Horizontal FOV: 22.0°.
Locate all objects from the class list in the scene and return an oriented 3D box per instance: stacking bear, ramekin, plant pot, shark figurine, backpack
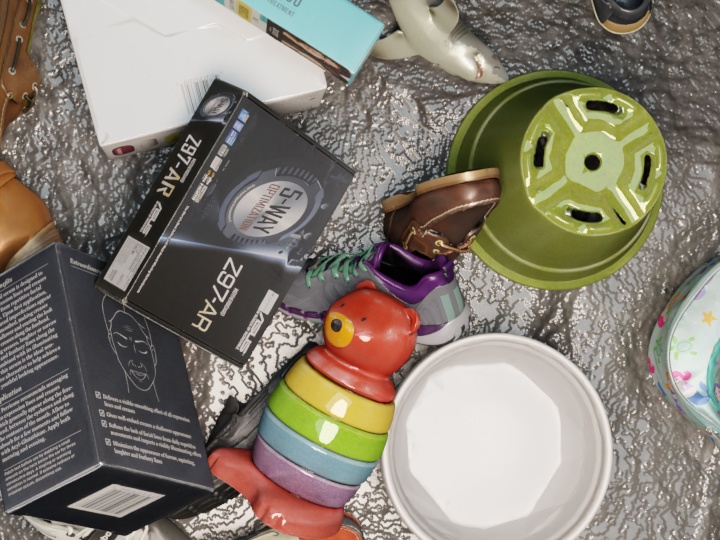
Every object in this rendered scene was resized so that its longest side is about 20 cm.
[{"bbox_3d":[-0.021,0.107,1.530,0.114,0.121,0.200,18,103,-44],"label":"stacking bear"},{"bbox_3d":[0.113,0.155,1.614,0.199,0.105,0.201,0,88,-3],"label":"ramekin"},{"bbox_3d":[0.183,-0.084,1.584,0.199,0.190,0.201,0,89,-4],"label":"plant pot"},{"bbox_3d":[0.057,-0.263,1.626,0.128,0.215,0.090,4,46,24],"label":"shark figurine"},{"bbox_3d":[0.358,0.080,1.618,0.200,0.151,0.178,39,87,3],"label":"backpack"}]

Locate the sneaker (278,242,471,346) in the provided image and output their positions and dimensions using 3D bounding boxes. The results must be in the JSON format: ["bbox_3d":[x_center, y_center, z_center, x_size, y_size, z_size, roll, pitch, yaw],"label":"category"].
[{"bbox_3d":[0.000,0.000,1.588,0.199,0.088,0.074,10,45,24],"label":"sneaker"}]

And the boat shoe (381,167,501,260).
[{"bbox_3d":[0.072,-0.042,1.571,0.070,0.200,0.071,-7,85,-15],"label":"boat shoe"}]

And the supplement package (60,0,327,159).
[{"bbox_3d":[-0.146,-0.198,1.603,0.199,0.111,0.156,-15,89,-4],"label":"supplement package"}]

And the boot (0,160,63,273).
[{"bbox_3d":[-0.362,-0.008,1.605,0.200,0.074,0.155,-35,92,-16],"label":"boot"}]

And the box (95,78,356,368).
[{"bbox_3d":[-0.110,-0.036,1.548,0.160,0.043,0.200,35,84,-47],"label":"box"}]

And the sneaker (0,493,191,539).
[{"bbox_3d":[-0.234,0.218,1.598,0.200,0.089,0.074,28,85,-4],"label":"sneaker"}]

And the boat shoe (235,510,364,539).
[{"bbox_3d":[-0.085,0.257,1.601,0.199,0.063,0.071,-11,103,-18],"label":"boat shoe"}]

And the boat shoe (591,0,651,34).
[{"bbox_3d":[0.220,-0.312,1.657,0.074,0.062,0.201,-13,88,-2],"label":"boat shoe"}]

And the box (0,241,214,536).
[{"bbox_3d":[-0.223,0.100,1.524,0.107,0.148,0.201,-27,62,24],"label":"box"}]

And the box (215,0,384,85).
[{"bbox_3d":[-0.078,-0.228,1.513,0.200,0.082,0.049,32,87,-2],"label":"box"}]

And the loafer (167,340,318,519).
[{"bbox_3d":[-0.098,0.142,1.624,0.200,0.068,0.070,-38,71,-1],"label":"loafer"}]

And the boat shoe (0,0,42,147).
[{"bbox_3d":[-0.307,-0.163,1.592,0.068,0.072,0.201,8,70,-22],"label":"boat shoe"}]
